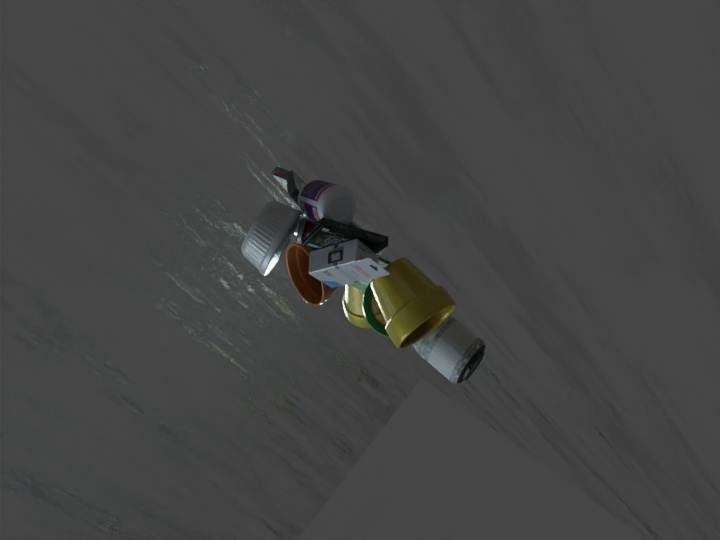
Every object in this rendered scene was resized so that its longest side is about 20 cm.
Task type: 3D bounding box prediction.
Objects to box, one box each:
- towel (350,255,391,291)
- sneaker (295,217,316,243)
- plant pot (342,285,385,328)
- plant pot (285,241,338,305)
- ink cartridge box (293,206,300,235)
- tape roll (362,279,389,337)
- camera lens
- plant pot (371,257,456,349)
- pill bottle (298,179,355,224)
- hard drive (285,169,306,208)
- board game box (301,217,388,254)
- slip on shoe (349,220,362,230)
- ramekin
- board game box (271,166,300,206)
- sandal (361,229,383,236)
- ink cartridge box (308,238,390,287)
[{"bbox_3d":[0.000,0.000,1.772,0.150,0.024,0.200,22,145,-16],"label":"towel"},{"bbox_3d":[-0.115,-0.102,1.574,0.110,0.073,0.200,18,-168,5],"label":"sneaker"},{"bbox_3d":[0.021,0.076,2.028,0.200,0.200,0.191,35,154,36],"label":"plant pot"},{"bbox_3d":[-0.122,-0.013,1.700,0.199,0.138,0.204,35,139,37],"label":"plant pot"},{"bbox_3d":[-0.156,-0.132,1.954,0.197,0.085,0.145,31,178,7],"label":"ink cartridge box"},{"bbox_3d":[0.103,0.107,1.719,0.200,0.201,0.048,40,171,6],"label":"tape roll"},{"bbox_3d":[0.278,0.238,1.714,0.199,0.161,0.160,38,171,24],"label":"camera lens"},{"bbox_3d":[0.131,0.078,1.505,0.191,0.199,0.201,55,176,18],"label":"plant pot"},{"bbox_3d":[-0.100,-0.185,1.499,0.113,0.113,0.199,46,171,-31],"label":"pill bottle"},{"bbox_3d":[-0.158,-0.211,1.725,0.200,0.038,0.141,47,-166,-31],"label":"hard drive"},{"bbox_3d":[-0.042,-0.077,1.459,0.196,0.029,0.135,15,153,-26],"label":"board game box"},{"bbox_3d":[-0.057,-0.132,1.679,0.200,0.062,0.074,45,142,-15],"label":"slip on shoe"},{"bbox_3d":[-0.247,-0.098,1.506,0.093,0.205,0.202,33,172,-3],"label":"ramekin"},{"bbox_3d":[-0.206,-0.261,1.860,0.200,0.035,0.135,48,170,-36],"label":"board game box"},{"bbox_3d":[-0.027,-0.092,1.528,0.196,0.059,0.080,12,-171,-18],"label":"sandal"},{"bbox_3d":[-0.028,-0.020,1.464,0.196,0.068,0.115,-13,151,30],"label":"ink cartridge box"}]
